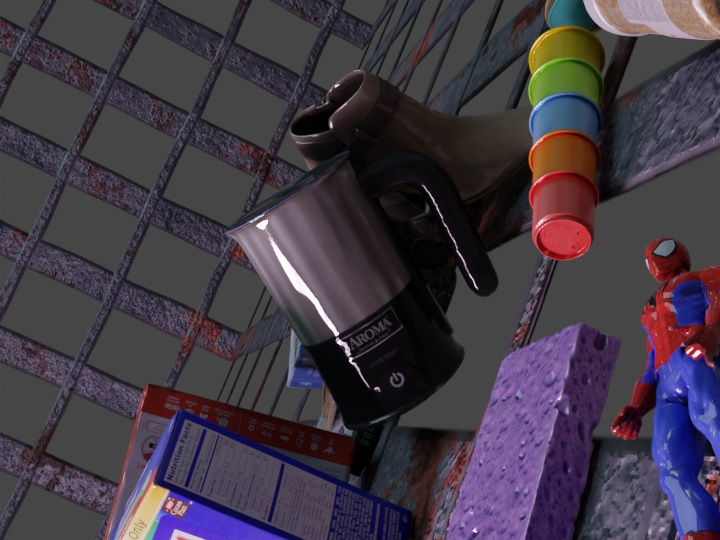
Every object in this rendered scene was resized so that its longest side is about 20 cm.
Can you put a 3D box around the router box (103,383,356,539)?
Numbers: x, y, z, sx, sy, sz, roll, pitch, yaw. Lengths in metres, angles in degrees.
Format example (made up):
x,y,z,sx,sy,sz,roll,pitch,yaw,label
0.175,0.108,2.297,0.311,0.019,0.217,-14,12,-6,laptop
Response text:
x,y,z,sx,sy,sz,roll,pitch,yaw,label
-0.116,0.214,0.864,0.049,0.196,0.183,137,147,-65,router box

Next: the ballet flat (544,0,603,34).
x,y,z,sx,sy,sz,roll,pitch,yaw,label
0.204,-0.257,0.755,0.063,0.068,0.200,-54,4,-31,ballet flat

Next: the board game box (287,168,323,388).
x,y,z,sx,sy,sz,roll,pitch,yaw,label
-0.043,0.005,1.004,0.200,0.042,0.203,117,157,-74,board game box

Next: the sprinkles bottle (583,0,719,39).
x,y,z,sx,sy,sz,roll,pitch,yaw,label
0.192,-0.175,0.596,0.069,0.067,0.200,-63,10,12,sprinkles bottle

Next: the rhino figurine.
x,y,z,sx,sy,sz,roll,pitch,yaw,label
0.084,-0.065,0.938,0.200,0.059,0.088,-50,14,50,rhino figurine

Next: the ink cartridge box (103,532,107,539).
x,y,z,sx,sy,sz,roll,pitch,yaw,label
-0.158,0.295,0.951,0.057,0.198,0.164,-51,16,43,ink cartridge box

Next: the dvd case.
x,y,z,sx,sy,sz,roll,pitch,yaw,label
-0.002,0.130,1.035,0.200,0.024,0.153,158,135,-77,dvd case

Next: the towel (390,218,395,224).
x,y,z,sx,sy,sz,roll,pitch,yaw,label
0.023,-0.057,1.089,0.172,0.047,0.203,-65,-11,-58,towel

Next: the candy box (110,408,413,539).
x,y,z,sx,sy,sz,roll,pitch,yaw,label
-0.085,0.219,0.748,0.170,0.197,0.078,-58,12,35,candy box

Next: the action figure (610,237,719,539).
x,y,z,sx,sy,sz,roll,pitch,yaw,label
0.138,0.052,0.416,0.202,0.051,0.066,-74,9,-50,action figure

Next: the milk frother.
x,y,z,sx,sy,sz,roll,pitch,yaw,label
0.000,0.000,0.835,0.179,0.190,0.200,-34,11,-16,milk frother

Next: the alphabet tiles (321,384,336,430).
x,y,z,sx,sy,sz,roll,pitch,yaw,label
-0.025,0.062,1.027,0.201,0.006,0.169,104,168,-54,alphabet tiles

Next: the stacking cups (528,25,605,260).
x,y,z,sx,sy,sz,roll,pitch,yaw,label
0.140,-0.093,0.699,0.061,0.060,0.202,-54,15,46,stacking cups

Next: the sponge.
x,y,z,sx,sy,sz,roll,pitch,yaw,label
0.084,0.134,0.550,0.112,0.029,0.203,137,155,-66,sponge

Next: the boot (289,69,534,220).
x,y,z,sx,sy,sz,roll,pitch,yaw,label
0.044,-0.116,0.829,0.198,0.146,0.071,-30,42,27,boot
